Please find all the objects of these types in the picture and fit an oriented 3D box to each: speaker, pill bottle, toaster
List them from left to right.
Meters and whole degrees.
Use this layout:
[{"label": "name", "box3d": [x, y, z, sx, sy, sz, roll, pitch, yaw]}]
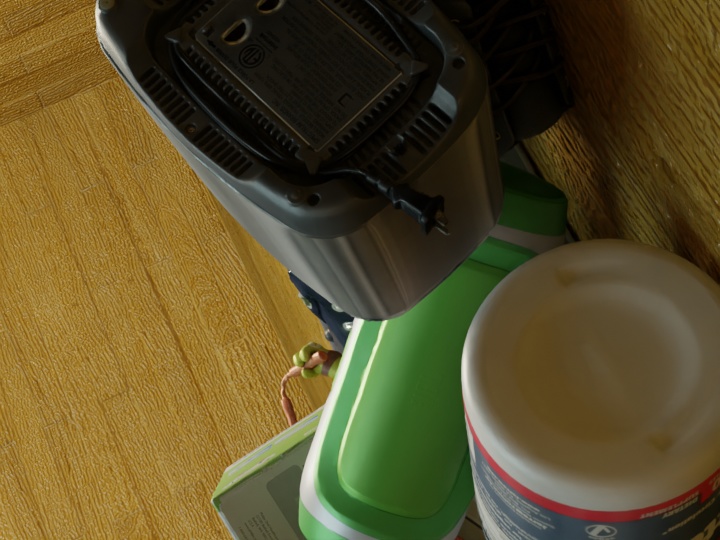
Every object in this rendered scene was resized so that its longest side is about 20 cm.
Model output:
[{"label": "toaster", "box3d": [-0.014, -0.064, 0.702, 0.200, 0.114, 0.129, 42, 171, 25]}, {"label": "speaker", "box3d": [0.034, 0.045, 0.807, 0.088, 0.088, 0.201, -130, 56, -65]}, {"label": "pill bottle", "box3d": [0.109, 0.087, 0.738, 0.200, 0.119, 0.120, 77, 167, -58]}]

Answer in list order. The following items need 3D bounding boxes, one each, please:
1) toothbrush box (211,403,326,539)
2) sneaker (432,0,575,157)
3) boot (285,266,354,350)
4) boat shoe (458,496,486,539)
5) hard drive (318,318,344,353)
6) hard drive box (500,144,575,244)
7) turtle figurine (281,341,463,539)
[{"label": "toothbrush box", "box3d": [-0.013, 0.165, 0.977, 0.146, 0.086, 0.200, 57, 175, 1]}, {"label": "sneaker", "box3d": [0.060, -0.115, 0.710, 0.107, 0.075, 0.200, 55, 174, 5]}, {"label": "boot", "box3d": [0.000, 0.000, 0.904, 0.091, 0.072, 0.200, 57, 178, 8]}, {"label": "boat shoe", "box3d": [0.100, 0.127, 0.906, 0.199, 0.074, 0.066, 25, 126, 15]}, {"label": "hard drive", "box3d": [-0.022, -0.009, 1.214, 0.200, 0.042, 0.136, 90, 156, -71]}, {"label": "hard drive box", "box3d": [0.049, -0.035, 0.955, 0.156, 0.076, 0.201, 83, 162, -66]}, {"label": "turtle figurine", "box3d": [0.041, 0.083, 1.090, 0.200, 0.064, 0.162, 38, 121, 30]}]
